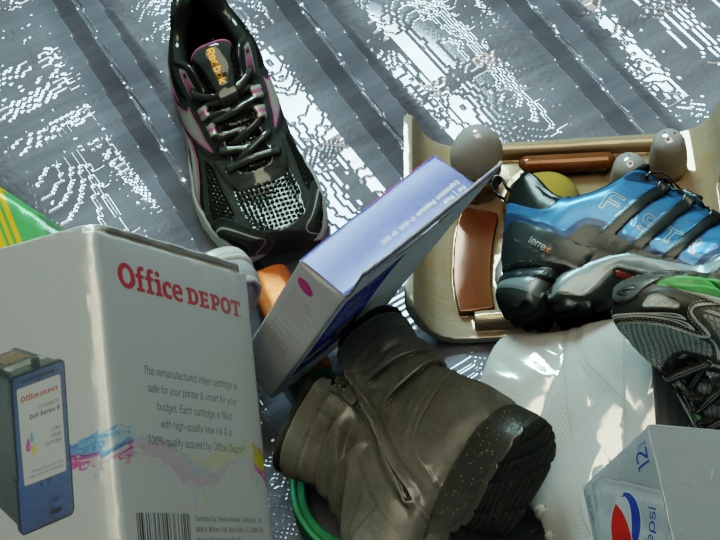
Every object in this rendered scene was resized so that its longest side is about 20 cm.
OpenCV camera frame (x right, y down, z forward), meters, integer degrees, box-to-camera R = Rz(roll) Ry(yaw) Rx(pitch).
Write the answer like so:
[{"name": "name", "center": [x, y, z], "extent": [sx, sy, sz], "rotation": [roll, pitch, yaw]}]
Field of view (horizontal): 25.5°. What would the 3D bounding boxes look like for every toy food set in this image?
[{"name": "toy food set", "center": [0.124, -0.038, 0.928], "extent": [0.197, 0.061, 0.145], "rotation": [-3, 54, 5]}]

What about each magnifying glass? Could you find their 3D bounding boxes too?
[{"name": "magnifying glass", "center": [-0.019, 0.078, 0.890], "extent": [0.079, 0.022, 0.201], "rotation": [-21, 57, -8]}]

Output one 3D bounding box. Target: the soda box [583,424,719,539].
[{"name": "soda box", "center": [0.203, 0.119, 0.714], "extent": [0.198, 0.064, 0.069], "rotation": [6, 55, -21]}]

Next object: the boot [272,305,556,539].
[{"name": "boot", "center": [0.001, 0.127, 0.809], "extent": [0.130, 0.068, 0.201], "rotation": [30, 86, 37]}]

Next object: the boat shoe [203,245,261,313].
[{"name": "boat shoe", "center": [-0.120, 0.073, 0.876], "extent": [0.065, 0.075, 0.202], "rotation": [36, 70, 21]}]

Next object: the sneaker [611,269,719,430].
[{"name": "sneaker", "center": [0.195, 0.072, 0.778], "extent": [0.200, 0.078, 0.086], "rotation": [40, 69, -18]}]

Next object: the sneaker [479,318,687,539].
[{"name": "sneaker", "center": [0.105, 0.124, 0.819], "extent": [0.114, 0.074, 0.202], "rotation": [-7, 64, 28]}]

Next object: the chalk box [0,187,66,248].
[{"name": "chalk box", "center": [-0.258, 0.009, 0.903], "extent": [0.199, 0.125, 0.124], "rotation": [33, 64, 25]}]

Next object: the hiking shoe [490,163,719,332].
[{"name": "hiking shoe", "center": [0.169, -0.018, 0.847], "extent": [0.197, 0.074, 0.088], "rotation": [-1, 74, 4]}]

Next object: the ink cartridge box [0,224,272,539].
[{"name": "ink cartridge box", "center": [-0.111, 0.092, 0.754], "extent": [0.087, 0.145, 0.203], "rotation": [-10, 78, 24]}]

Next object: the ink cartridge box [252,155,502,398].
[{"name": "ink cartridge box", "center": [0.000, 0.000, 0.813], "extent": [0.094, 0.200, 0.037], "rotation": [-39, 86, -25]}]

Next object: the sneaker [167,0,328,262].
[{"name": "sneaker", "center": [-0.083, -0.095, 0.979], "extent": [0.080, 0.087, 0.201], "rotation": [-24, 56, -8]}]
